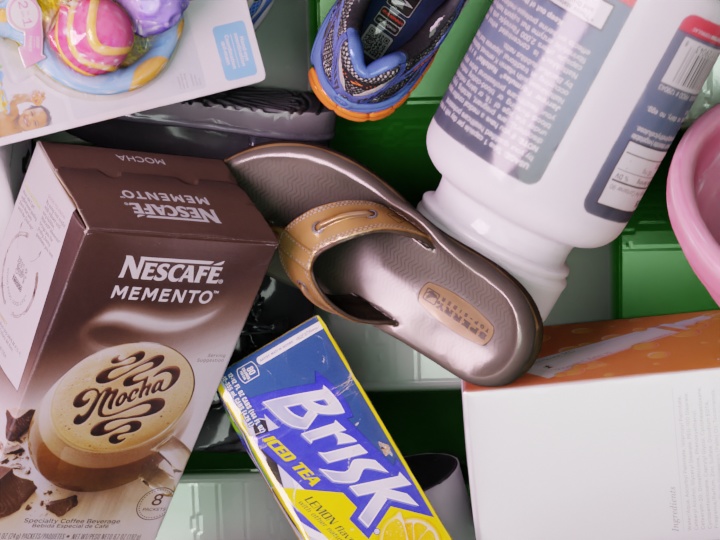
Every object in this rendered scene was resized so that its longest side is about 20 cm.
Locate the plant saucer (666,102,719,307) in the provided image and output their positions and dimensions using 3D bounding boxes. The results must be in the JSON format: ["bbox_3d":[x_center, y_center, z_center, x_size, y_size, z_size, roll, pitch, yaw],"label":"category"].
[{"bbox_3d":[0.254,-0.014,1.291,0.199,0.201,0.051,12,134,-2],"label":"plant saucer"}]

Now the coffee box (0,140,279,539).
[{"bbox_3d":[-0.135,0.040,1.272,0.112,0.080,0.201,4,124,-32],"label":"coffee box"}]

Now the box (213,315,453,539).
[{"bbox_3d":[0.000,0.129,1.298,0.070,0.064,0.201,-30,80,-6],"label":"box"}]

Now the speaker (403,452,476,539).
[{"bbox_3d":[0.043,0.207,1.391,0.081,0.081,0.201,-15,102,5],"label":"speaker"}]

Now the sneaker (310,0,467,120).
[{"bbox_3d":[0.042,-0.170,1.287,0.075,0.078,0.201,25,88,-5],"label":"sneaker"}]

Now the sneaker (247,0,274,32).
[{"bbox_3d":[-0.049,-0.189,1.303,0.075,0.077,0.201,27,101,-3],"label":"sneaker"}]

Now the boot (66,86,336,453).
[{"bbox_3d":[-0.103,-0.002,1.359,0.164,0.066,0.201,8,107,1],"label":"boot"}]

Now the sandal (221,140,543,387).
[{"bbox_3d":[0.000,0.000,1.271,0.199,0.055,0.082,34,117,14],"label":"sandal"}]

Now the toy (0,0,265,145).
[{"bbox_3d":[-0.139,-0.130,1.205,0.199,0.047,0.116,-16,94,-25],"label":"toy"}]

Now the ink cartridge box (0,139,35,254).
[{"bbox_3d":[-0.242,-0.027,1.301,0.145,0.085,0.201,-7,133,3],"label":"ink cartridge box"}]

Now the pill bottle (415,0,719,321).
[{"bbox_3d":[0.104,-0.080,1.303,0.119,0.120,0.201,27,102,-5],"label":"pill bottle"}]

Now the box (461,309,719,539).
[{"bbox_3d":[0.156,0.086,1.338,0.198,0.124,0.098,-6,103,2],"label":"box"}]
